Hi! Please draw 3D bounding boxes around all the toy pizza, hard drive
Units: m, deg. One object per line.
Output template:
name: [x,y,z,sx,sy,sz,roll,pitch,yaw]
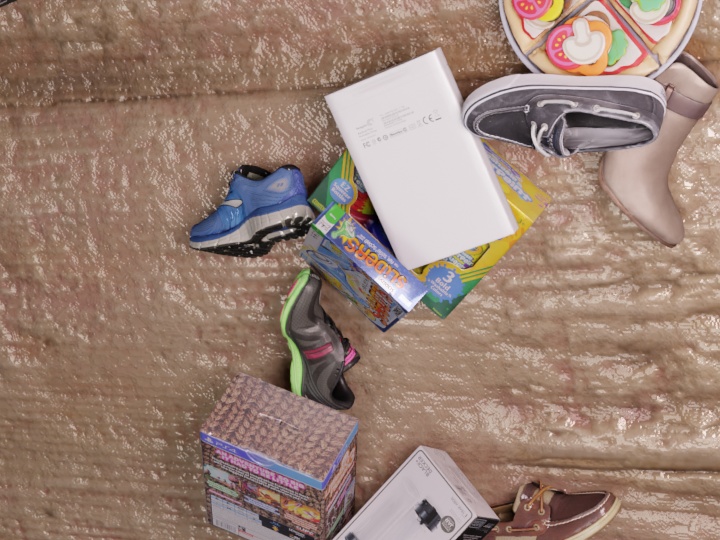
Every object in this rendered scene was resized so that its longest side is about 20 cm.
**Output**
toy pizza: [0.223,-0.266,1.439,0.200,0.032,0.201,2,96,24]
hard drive: [0.062,-0.110,1.546,0.132,0.027,0.200,-19,102,26]

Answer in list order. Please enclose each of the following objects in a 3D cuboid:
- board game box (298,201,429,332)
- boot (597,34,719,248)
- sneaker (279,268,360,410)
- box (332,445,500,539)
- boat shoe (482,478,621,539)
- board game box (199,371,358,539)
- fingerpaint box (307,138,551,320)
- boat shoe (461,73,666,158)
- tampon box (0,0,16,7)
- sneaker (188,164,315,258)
board game box: [0.000,0.000,1.636,0.135,0.034,0.200,42,169,2]
boot: [0.291,-0.137,1.486,0.200,0.070,0.146,47,122,-3]
sneaker: [-0.042,0.081,1.756,0.084,0.077,0.200,5,128,17]
box: [0.051,0.314,1.764,0.200,0.060,0.117,-49,57,13]
boat shoe: [0.200,0.277,1.737,0.200,0.072,0.072,-21,105,39]
board game box: [-0.095,0.240,1.806,0.159,0.097,0.200,21,141,15]
fingerpaint box: [0.071,-0.075,1.618,0.200,0.073,0.167,42,124,1]
boat shoe: [0.188,-0.140,1.447,0.200,0.068,0.072,1,139,20]
tampon box: [-0.457,-0.400,1.678,0.150,0.126,0.200,18,120,16]
sneaker: [-0.123,-0.069,1.723,0.200,0.078,0.089,-19,69,45]
